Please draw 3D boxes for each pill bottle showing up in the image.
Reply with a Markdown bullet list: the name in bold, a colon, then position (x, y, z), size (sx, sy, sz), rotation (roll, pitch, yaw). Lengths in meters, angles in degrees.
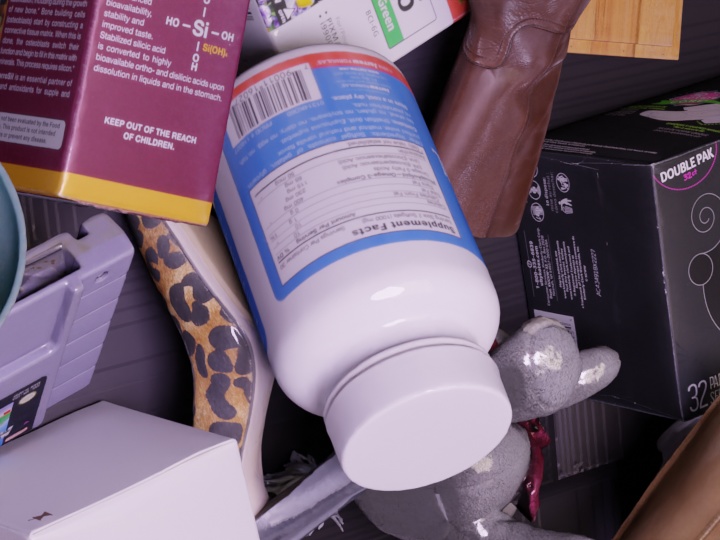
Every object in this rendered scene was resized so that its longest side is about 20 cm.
- **pill bottle**: position (0.000, 0.000, 1.236), size (0.112, 0.112, 0.200), rotation (10, 46, -38)

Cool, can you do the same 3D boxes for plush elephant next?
- **plush elephant**: position (0.064, 0.077, 1.360), size (0.155, 0.200, 0.165), rotation (-46, 122, -49)

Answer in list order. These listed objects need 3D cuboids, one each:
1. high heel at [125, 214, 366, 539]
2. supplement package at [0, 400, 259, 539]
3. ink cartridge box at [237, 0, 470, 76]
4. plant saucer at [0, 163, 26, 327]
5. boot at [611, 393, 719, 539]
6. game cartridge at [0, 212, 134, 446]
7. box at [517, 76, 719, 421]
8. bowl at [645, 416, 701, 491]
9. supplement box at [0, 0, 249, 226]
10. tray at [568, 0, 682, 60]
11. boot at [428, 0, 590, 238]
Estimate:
- **high heel**: position (-0.093, 0.061, 1.300), size (0.200, 0.143, 0.071), rotation (53, 22, 2)
- **supplement package**: position (-0.115, 0.181, 1.249), size (0.120, 0.121, 0.200), rotation (-24, 111, -33)
- **ink cartridge box**: position (0.011, -0.171, 1.342), size (0.200, 0.050, 0.109), rotation (-34, 116, -28)
- **plant saucer**: position (-0.242, -0.004, 1.111), size (0.200, 0.200, 0.036), rotation (-31, 151, -31)
- **boot**: position (0.161, 0.134, 1.384), size (0.066, 0.175, 0.200), rotation (30, 110, -11)
- **game cartridge**: position (-0.195, 0.059, 1.177), size (0.200, 0.038, 0.130), rotation (-30, 156, -31)
- **box**: position (0.202, -0.021, 1.465), size (0.200, 0.124, 0.149), rotation (-19, 108, -33)
- **bowl**: position (0.232, 0.112, 1.494), size (0.201, 0.201, 0.090), rotation (-19, 71, -34)
- **supplement box**: position (-0.114, -0.129, 1.214), size (0.086, 0.110, 0.200), rotation (11, 89, -39)
- **tray**: position (0.138, -0.218, 1.443), size (0.099, 0.037, 0.200), rotation (0, 95, -38)
- **boot**: position (0.052, -0.095, 1.330), size (0.186, 0.064, 0.200), rotation (-5, 125, -49)
